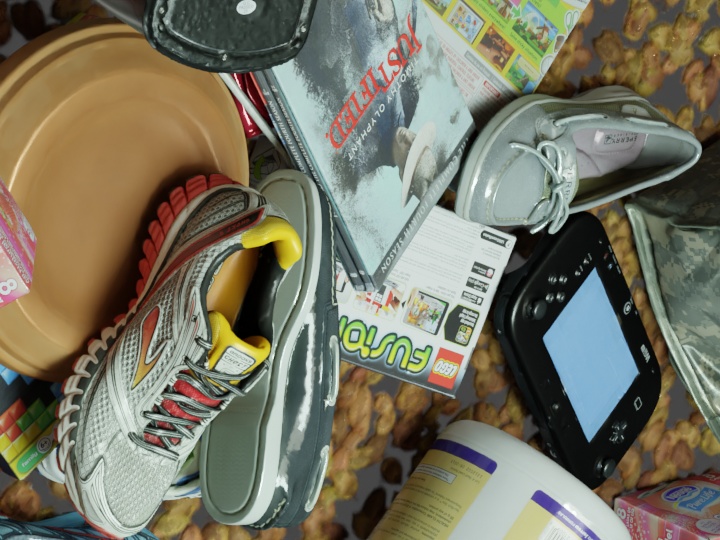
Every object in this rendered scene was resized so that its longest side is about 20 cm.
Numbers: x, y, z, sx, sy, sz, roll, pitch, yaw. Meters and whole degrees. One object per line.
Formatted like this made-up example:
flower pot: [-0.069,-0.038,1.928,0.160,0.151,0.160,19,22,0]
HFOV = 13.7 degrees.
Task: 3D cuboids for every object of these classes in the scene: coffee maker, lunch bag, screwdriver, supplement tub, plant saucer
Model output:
coffee maker: [-0.101,-0.214,1.531,0.135,0.200,0.193,35,84,-44]
lunch bag: [0.283,0.010,1.995,0.164,0.117,0.201,-34,120,-28]
screwdriver: [-0.045,-0.064,1.698,0.200,0.028,0.029,48,45,-43]
supplement tub: [0.060,0.210,1.855,0.200,0.145,0.145,-54,131,-12]
plant saucer: [-0.136,-0.034,1.602,0.199,0.037,0.202,-14,113,-36]

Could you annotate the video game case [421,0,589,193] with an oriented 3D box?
video game case: [0.051,-0.170,1.798,0.200,0.023,0.183,39,79,-41]

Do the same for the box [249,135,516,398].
box: [0.000,0.000,1.804,0.199,0.035,0.111,21,91,-43]

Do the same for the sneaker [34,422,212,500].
sneaker: [-0.095,0.104,1.732,0.199,0.077,0.076,-4,106,-41]

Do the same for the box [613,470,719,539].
box: [0.233,0.251,2.051,0.102,0.094,0.201,-12,113,-37]

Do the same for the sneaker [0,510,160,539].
sneaker: [-0.169,0.181,1.683,0.199,0.095,0.080,12,98,-42]

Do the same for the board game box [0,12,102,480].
board game box: [-0.169,-0.013,1.642,0.200,0.057,0.166,-46,130,-19]

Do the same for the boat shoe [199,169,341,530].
boat shoe: [-0.043,0.045,1.681,0.060,0.075,0.201,10,93,-46]

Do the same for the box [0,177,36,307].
box: [-0.251,-0.061,1.473,0.099,0.096,0.201,-28,108,4]

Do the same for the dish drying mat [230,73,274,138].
dish drying mat: [-0.057,-0.180,1.685,0.077,0.018,0.201,-26,113,-27]

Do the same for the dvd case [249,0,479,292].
dvd case: [-0.001,-0.110,1.714,0.146,0.022,0.201,-56,135,-38]

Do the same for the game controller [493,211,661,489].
game controller: [0.143,0.052,1.926,0.104,0.042,0.200,-45,138,-18]

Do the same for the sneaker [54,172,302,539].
sneaker: [-0.096,0.048,1.583,0.078,0.082,0.201,23,90,-42]

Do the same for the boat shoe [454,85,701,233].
boat shoe: [0.133,-0.067,1.851,0.201,0.065,0.075,-16,124,-50]
